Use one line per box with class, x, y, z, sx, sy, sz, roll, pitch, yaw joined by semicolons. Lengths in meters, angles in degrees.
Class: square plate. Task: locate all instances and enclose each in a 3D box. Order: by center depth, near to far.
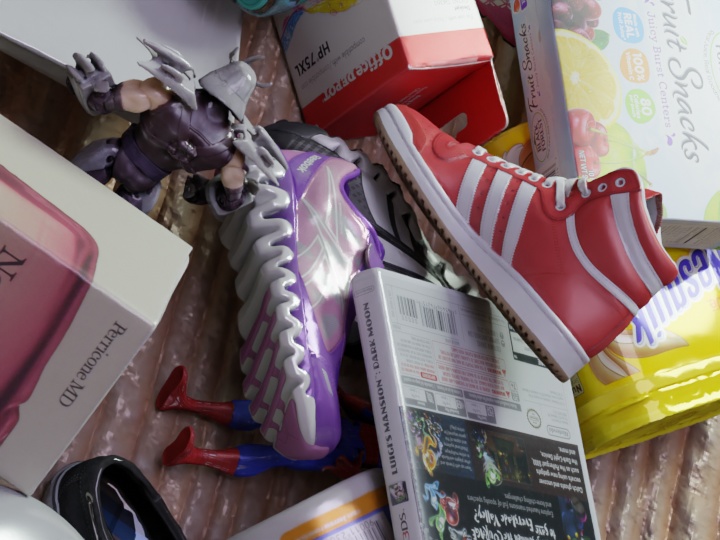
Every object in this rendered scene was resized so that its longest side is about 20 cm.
square plate;-0.158;-0.158;1.629;0.200;0.028;0.198;29;32;-20

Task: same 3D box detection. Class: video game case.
video game case;0.071;0.101;1.610;0.200;0.023;0.182;17;58;-54

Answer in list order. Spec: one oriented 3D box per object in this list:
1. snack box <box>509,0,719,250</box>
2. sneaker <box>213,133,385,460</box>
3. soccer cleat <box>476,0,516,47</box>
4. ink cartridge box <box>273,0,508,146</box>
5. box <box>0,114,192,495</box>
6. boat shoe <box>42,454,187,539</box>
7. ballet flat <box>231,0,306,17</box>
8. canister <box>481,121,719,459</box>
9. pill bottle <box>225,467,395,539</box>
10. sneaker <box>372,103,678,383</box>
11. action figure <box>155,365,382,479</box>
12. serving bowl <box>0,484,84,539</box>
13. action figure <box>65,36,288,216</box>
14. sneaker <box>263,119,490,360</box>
snack box;0.171;-0.115;1.739;0.142;0.053;0.200;3;68;-27
sneaker;-0.024;0.011;1.595;0.088;0.081;0.201;2;60;-21
soccer cleat;0.162;-0.156;1.832;0.200;0.086;0.070;37;56;-14
ink cartridge box;0.007;-0.156;1.715;0.067;0.116;0.200;-9;75;-35
box;-0.209;-0.002;1.475;0.200;0.128;0.109;35;22;-7
boat shoe;-0.099;0.186;1.537;0.070;0.066;0.200;-26;86;-36
ballet flat;-0.089;-0.231;1.706;0.074;0.074;0.200;-21;69;-36
canister;0.162;0.001;1.768;0.148;0.087;0.200;-15;77;-35
pill bottle;0.007;0.219;1.563;0.112;0.112;0.200;-23;84;-37
sneaker;0.099;-0.043;1.630;0.112;0.071;0.200;-38;67;1
action figure;-0.017;0.098;1.635;0.200;0.052;0.066;13;45;-30
serving bowl;-0.181;0.201;1.437;0.200;0.066;0.201;19;65;-49
action figure;-0.128;-0.055;1.542;0.130;0.200;0.069;44;17;-21
sneaker;0.000;0.000;1.677;0.200;0.066;0.091;48;51;-9
